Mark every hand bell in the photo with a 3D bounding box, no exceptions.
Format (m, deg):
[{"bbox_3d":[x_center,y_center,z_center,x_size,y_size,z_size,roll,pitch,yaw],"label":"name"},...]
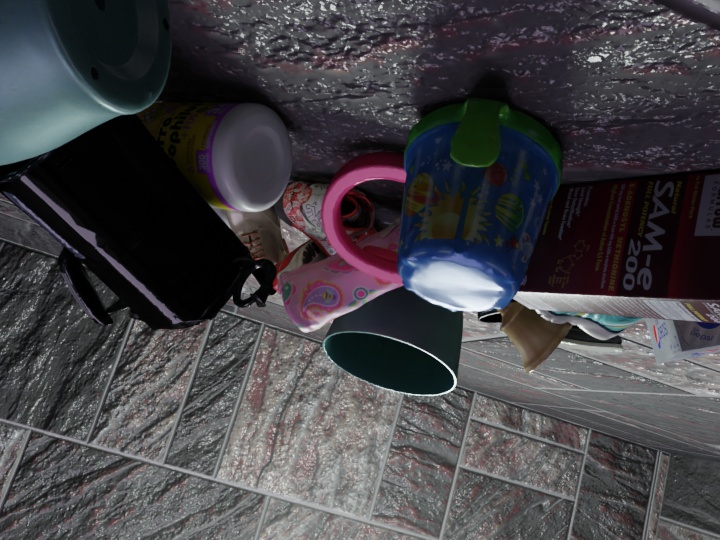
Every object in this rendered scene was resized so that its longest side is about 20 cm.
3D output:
[{"bbox_3d":[0.189,0.039,0.883,0.200,0.104,0.104,40,170,7],"label":"hand bell"}]

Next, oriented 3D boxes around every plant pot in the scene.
[{"bbox_3d":[-0.234,-0.160,0.394,0.187,0.202,0.200,-2,163,14],"label":"plant pot"},{"bbox_3d":[0.062,0.069,0.931,0.199,0.162,0.201,15,152,8],"label":"plant pot"}]

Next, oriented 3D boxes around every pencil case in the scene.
[{"bbox_3d":[0.000,0.000,0.755,0.199,0.088,0.087,-26,159,6],"label":"pencil case"}]

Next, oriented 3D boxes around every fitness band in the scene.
[{"bbox_3d":[0.057,-0.047,0.649,0.199,0.038,0.144,14,132,5],"label":"fitness band"}]

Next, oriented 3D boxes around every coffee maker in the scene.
[{"bbox_3d":[-0.196,-0.055,0.556,0.191,0.135,0.200,-15,131,27],"label":"coffee maker"}]

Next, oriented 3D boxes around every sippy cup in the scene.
[{"bbox_3d":[0.089,-0.042,0.512,0.139,0.131,0.178,-12,141,42],"label":"sippy cup"}]

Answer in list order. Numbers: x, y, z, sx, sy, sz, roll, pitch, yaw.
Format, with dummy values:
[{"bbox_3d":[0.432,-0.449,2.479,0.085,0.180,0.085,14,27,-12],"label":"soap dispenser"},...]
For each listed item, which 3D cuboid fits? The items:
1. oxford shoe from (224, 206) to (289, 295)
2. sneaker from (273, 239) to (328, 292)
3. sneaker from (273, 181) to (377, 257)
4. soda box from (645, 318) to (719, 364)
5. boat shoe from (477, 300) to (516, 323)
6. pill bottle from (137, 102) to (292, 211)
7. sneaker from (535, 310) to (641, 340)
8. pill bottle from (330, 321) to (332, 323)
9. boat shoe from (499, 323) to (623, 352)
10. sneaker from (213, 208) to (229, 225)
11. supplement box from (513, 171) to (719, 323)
[{"bbox_3d":[-0.145,-0.046,0.892,0.070,0.074,0.201,-12,137,10],"label":"oxford shoe"},{"bbox_3d":[-0.075,-0.013,0.910,0.084,0.078,0.200,-20,-179,19],"label":"sneaker"},{"bbox_3d":[-0.010,-0.052,0.813,0.108,0.068,0.201,7,162,46],"label":"sneaker"},{"bbox_3d":[0.382,0.066,0.724,0.068,0.064,0.200,-14,164,16],"label":"soda box"},{"bbox_3d":[0.263,0.061,0.958,0.199,0.063,0.074,3,160,43],"label":"boat shoe"},{"bbox_3d":[-0.176,-0.120,0.649,0.199,0.105,0.104,9,165,31],"label":"pill bottle"},{"bbox_3d":[0.288,0.028,0.806,0.199,0.078,0.080,18,149,-27],"label":"sneaker"},{"bbox_3d":[0.020,0.052,1.111,0.199,0.114,0.113,10,166,29],"label":"pill bottle"},{"bbox_3d":[0.314,0.086,0.990,0.199,0.062,0.073,7,170,42],"label":"boat shoe"},{"bbox_3d":[-0.247,-0.069,0.976,0.199,0.100,0.078,11,166,26],"label":"sneaker"},{"bbox_3d":[0.228,-0.019,0.549,0.061,0.110,0.199,27,163,-38],"label":"supplement box"}]
